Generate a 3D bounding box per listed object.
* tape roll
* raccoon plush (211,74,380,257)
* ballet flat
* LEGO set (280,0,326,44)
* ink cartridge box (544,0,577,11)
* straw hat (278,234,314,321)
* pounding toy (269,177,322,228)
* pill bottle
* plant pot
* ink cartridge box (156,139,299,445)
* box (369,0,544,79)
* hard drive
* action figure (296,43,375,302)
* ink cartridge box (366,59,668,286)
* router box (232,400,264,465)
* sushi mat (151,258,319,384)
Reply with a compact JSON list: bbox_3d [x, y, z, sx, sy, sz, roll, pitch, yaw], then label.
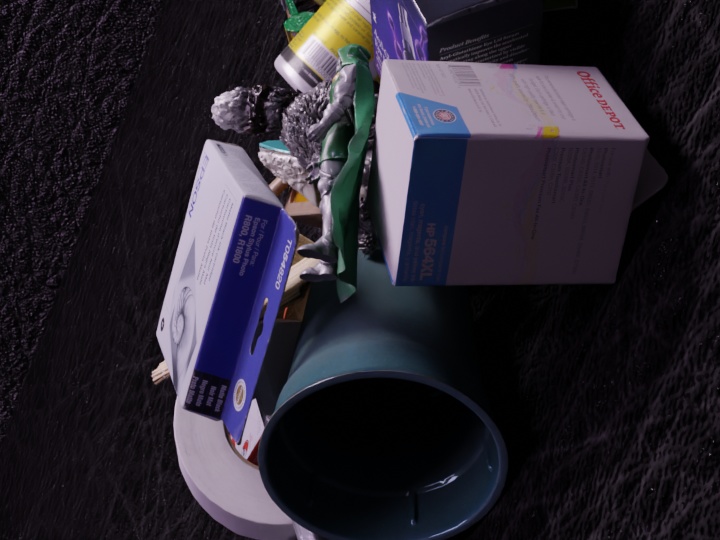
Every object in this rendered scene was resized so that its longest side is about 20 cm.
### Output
[{"bbox_3d":[-0.077,0.151,1.367,0.071,0.200,0.205,97,180,-66],"label":"tape roll"},{"bbox_3d":[-0.040,-0.084,1.236,0.198,0.097,0.135,-3,58,25],"label":"raccoon plush"},{"bbox_3d":[-0.018,-0.088,1.380,0.198,0.072,0.073,7,78,32],"label":"ballet flat"},{"bbox_3d":[0.003,-0.257,1.532,0.154,0.198,0.117,-125,14,-50],"label":"LEGO set"},{"bbox_3d":[0.153,-0.279,1.300,0.201,0.075,0.149,78,-173,-48],"label":"ink cartridge box"},{"bbox_3d":[-0.065,0.047,1.561,0.085,0.200,0.203,-15,-46,-60],"label":"straw hat"},{"bbox_3d":[-0.025,-0.112,1.526,0.200,0.141,0.186,2,76,69],"label":"pounding toy"},{"bbox_3d":[0.022,-0.233,1.369,0.200,0.114,0.114,-47,25,6],"label":"pill bottle"},{"bbox_3d":[0.021,0.093,1.203,0.197,0.198,0.201,-87,22,-52],"label":"plant pot"},{"bbox_3d":[-0.119,0.014,1.220,0.200,0.040,0.202,-130,53,-60],"label":"ink cartridge box"},{"bbox_3d":[0.078,-0.204,1.210,0.201,0.103,0.149,82,166,-55],"label":"box"},{"bbox_3d":[-0.034,0.144,1.271,0.026,0.131,0.202,-27,74,31],"label":"hard drive"},{"bbox_3d":[-0.016,-0.092,1.123,0.118,0.054,0.202,94,-177,-63],"label":"action figure"},{"bbox_3d":[0.116,-0.073,1.072,0.129,0.197,0.126,-107,21,-56],"label":"ink cartridge box"},{"bbox_3d":[-0.104,0.134,1.685,0.201,0.048,0.180,-98,31,-49],"label":"router box"},{"bbox_3d":[-0.110,0.039,1.345,0.199,0.012,0.096,-31,15,31],"label":"sushi mat"}]
